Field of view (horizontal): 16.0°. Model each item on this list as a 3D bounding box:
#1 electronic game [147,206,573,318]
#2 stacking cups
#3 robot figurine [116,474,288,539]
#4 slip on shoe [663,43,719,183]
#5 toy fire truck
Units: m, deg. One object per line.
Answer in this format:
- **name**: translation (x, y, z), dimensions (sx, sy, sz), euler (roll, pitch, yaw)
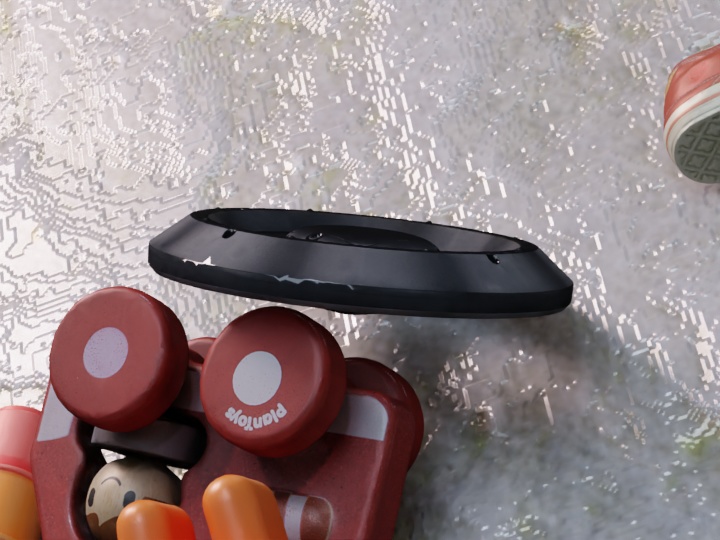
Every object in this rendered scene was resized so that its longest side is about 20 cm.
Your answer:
- **electronic game**: translation (0.000, 0.000, 1.195), dimensions (0.199, 0.200, 0.042), euler (9, 98, 30)
- **stacking cups**: translation (-0.181, 0.157, 1.226), dimensions (0.060, 0.061, 0.200), euler (-4, 47, 21)
- **robot figurine**: translation (-0.047, 0.189, 1.064), dimensions (0.143, 0.117, 0.201), euler (-10, 78, -32)
- **slip on shoe**: translation (0.237, -0.109, 1.242), dimensions (0.199, 0.074, 0.061), euler (-24, 44, 11)
- **toy fire truck**: translation (-0.071, 0.106, 1.186), dimensions (0.199, 0.112, 0.169), euler (6, 76, 28)
